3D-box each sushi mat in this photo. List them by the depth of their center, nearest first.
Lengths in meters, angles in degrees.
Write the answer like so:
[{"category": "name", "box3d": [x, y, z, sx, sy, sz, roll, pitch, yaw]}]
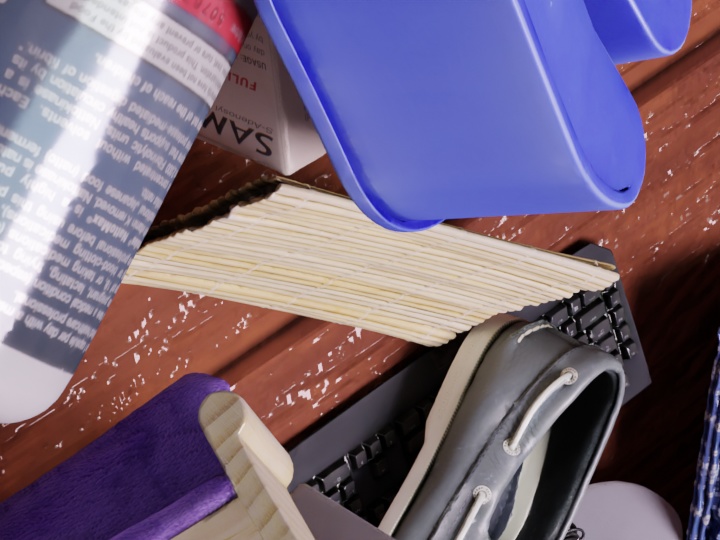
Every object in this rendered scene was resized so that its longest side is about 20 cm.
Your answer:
[{"category": "sushi mat", "box3d": [0.000, 0.000, 0.939, 0.199, 0.095, 0.012, 13, 62, -50]}]

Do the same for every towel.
[{"category": "towel", "box3d": [0.170, 0.095, 1.178, 0.145, 0.024, 0.201, -45, 144, -63]}]

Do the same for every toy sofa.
[{"category": "toy sofa", "box3d": [-0.109, 0.107, 0.793, 0.199, 0.098, 0.083, -31, 162, 0]}]

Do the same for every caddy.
[{"category": "caddy", "box3d": [0.023, -0.101, 0.784, 0.200, 0.104, 0.142, 64, 38, -43]}]

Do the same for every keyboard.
[{"category": "keyboard", "box3d": [0.049, 0.085, 1.069, 0.200, 0.021, 0.128, -33, 120, -32]}]

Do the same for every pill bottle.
[{"category": "pill bottle", "box3d": [-0.122, -0.023, 0.762, 0.119, 0.119, 0.201, 31, 85, -50]}]

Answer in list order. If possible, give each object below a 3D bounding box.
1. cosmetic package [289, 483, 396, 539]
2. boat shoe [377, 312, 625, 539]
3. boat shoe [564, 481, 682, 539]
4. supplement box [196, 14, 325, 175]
[{"category": "cosmetic package", "box3d": [-0.012, 0.220, 0.871, 0.200, 0.123, 0.200, -47, 135, -19]}, {"category": "boat shoe", "box3d": [0.046, 0.113, 1.008, 0.073, 0.062, 0.201, 41, 66, -53]}, {"category": "boat shoe", "box3d": [0.061, 0.166, 1.111, 0.200, 0.069, 0.057, -41, 157, -28]}, {"category": "supplement box", "box3d": [-0.014, -0.151, 0.855, 0.126, 0.073, 0.201, -31, 129, -35]}]
